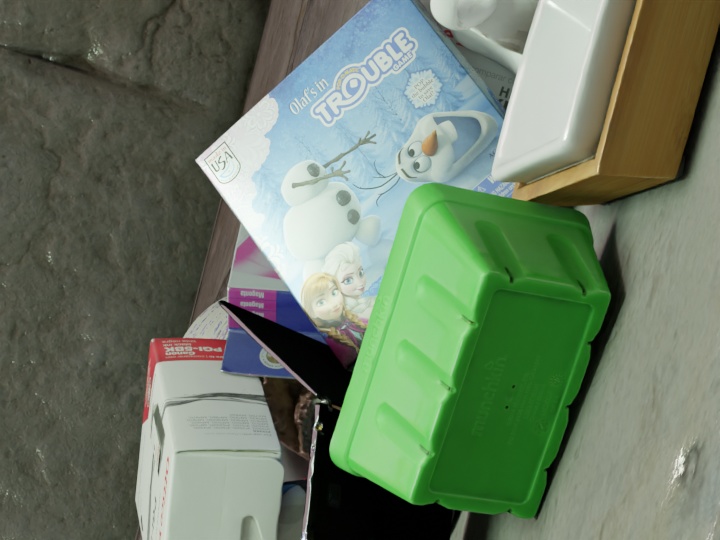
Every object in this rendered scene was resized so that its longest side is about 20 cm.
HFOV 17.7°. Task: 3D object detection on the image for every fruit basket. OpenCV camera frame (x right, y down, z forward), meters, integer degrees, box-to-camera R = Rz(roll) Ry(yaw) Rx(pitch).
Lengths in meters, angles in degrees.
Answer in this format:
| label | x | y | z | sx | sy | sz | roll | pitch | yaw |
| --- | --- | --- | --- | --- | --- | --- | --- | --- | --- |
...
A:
| label | x | y | z | sx | sy | sz | roll | pitch | yaw |
| --- | --- | --- | --- | --- | --- | --- | --- | --- | --- |
| fruit basket | 0.069 | 0.042 | 1.497 | 0.215 | 0.155 | 0.217 | -170 | 90 | -66 |

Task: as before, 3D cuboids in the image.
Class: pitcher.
| label | x | y | z | sx | sy | sz | roll | pitch | yaw |
| --- | --- | --- | --- | --- | --- | --- | --- | --- | --- |
| pitcher | 0.125 | -0.237 | 1.561 | 0.201 | 0.121 | 0.171 | -57 | -18 | 6 |

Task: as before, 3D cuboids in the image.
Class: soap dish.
| label | x | y | z | sx | sy | sz | roll | pitch | yaw |
| --- | --- | --- | --- | --- | --- | --- | --- | --- | --- |
| soap dish | 0.154 | -0.119 | 1.438 | 0.200 | 0.081 | 0.158 | 162 | 125 | -78 |

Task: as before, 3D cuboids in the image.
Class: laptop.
| label | x | y | z | sx | sy | sz | roll | pitch | yaw |
| --- | --- | --- | --- | --- | --- | --- | --- | --- | --- |
| laptop | -0.020 | 0.135 | 1.577 | 0.103 | 0.177 | 0.201 | -4 | 73 | 34 |

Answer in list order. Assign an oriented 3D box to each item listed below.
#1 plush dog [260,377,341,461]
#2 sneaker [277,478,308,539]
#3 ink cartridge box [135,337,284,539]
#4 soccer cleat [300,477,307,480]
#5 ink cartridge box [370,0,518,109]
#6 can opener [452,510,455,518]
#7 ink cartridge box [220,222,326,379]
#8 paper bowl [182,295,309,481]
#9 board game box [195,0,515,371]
| label | x | y | z | sx | sy | sz | roll | pitch | yaw |
| --- | --- | --- | --- | --- | --- | --- | --- | --- | --- |
| plush dog | 0.012 | 0.082 | 1.845 | 0.200 | 0.160 | 0.172 | 20 | 77 | 53 |
| sneaker | -0.040 | 0.240 | 1.702 | 0.087 | 0.074 | 0.201 | -80 | -3 | -50 |
| ink cartridge box | -0.116 | 0.156 | 1.724 | 0.200 | 0.082 | 0.148 | -115 | 30 | -67 |
| soccer cleat | -0.032 | 0.186 | 1.809 | 0.200 | 0.068 | 0.074 | 122 | 162 | -66 |
| ink cartridge box | 0.055 | -0.092 | 1.701 | 0.084 | 0.144 | 0.201 | 17 | -88 | -72 |
| can opener | 0.027 | 0.208 | 1.677 | 0.067 | 0.053 | 0.201 | -119 | 46 | -78 |
| ink cartridge box | 0.000 | 0.000 | 1.774 | 0.201 | 0.195 | 0.043 | -82 | -6 | -46 |
| paper bowl | -0.062 | 0.117 | 1.973 | 0.104 | 0.200 | 0.202 | -1 | 69 | 46 |
| board game box | 0.013 | -0.067 | 1.641 | 0.200 | 0.199 | 0.043 | -41 | -20 | 12 |
